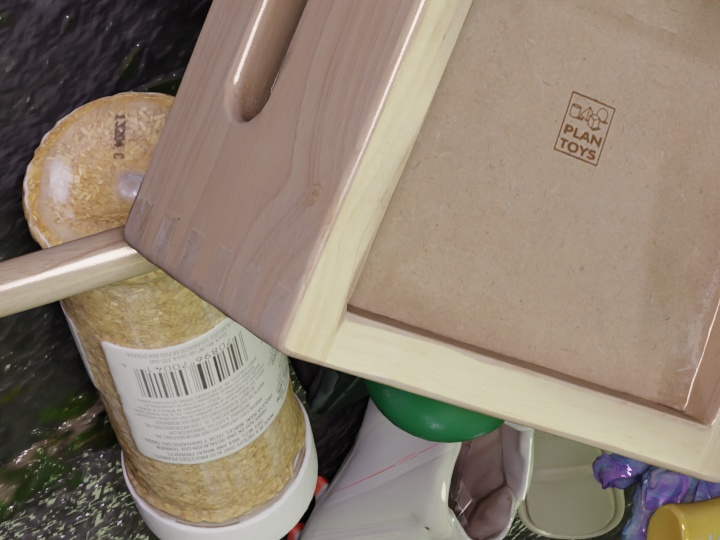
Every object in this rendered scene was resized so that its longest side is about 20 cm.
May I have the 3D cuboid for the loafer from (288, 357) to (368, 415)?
[{"bbox_3d":[0.000,0.000,0.947,0.073,0.072,0.200,-29,172,-10],"label":"loafer"}]

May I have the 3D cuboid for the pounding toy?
[{"bbox_3d":[0.017,-0.035,0.767,0.184,0.142,0.200,18,98,-33],"label":"pounding toy"}]

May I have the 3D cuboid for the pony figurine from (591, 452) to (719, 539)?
[{"bbox_3d":[0.184,0.056,1.107,0.200,0.167,0.193,-10,121,-41],"label":"pony figurine"}]

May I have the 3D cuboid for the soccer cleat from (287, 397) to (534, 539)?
[{"bbox_3d":[0.023,0.095,1.099,0.069,0.078,0.200,-23,147,-34],"label":"soccer cleat"}]

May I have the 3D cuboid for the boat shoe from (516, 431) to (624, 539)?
[{"bbox_3d":[0.083,0.036,1.138,0.067,0.057,0.200,-3,142,1],"label":"boat shoe"}]

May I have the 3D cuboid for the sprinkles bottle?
[{"bbox_3d":[-0.058,0.023,0.907,0.068,0.068,0.200,-36,151,-15],"label":"sprinkles bottle"}]
